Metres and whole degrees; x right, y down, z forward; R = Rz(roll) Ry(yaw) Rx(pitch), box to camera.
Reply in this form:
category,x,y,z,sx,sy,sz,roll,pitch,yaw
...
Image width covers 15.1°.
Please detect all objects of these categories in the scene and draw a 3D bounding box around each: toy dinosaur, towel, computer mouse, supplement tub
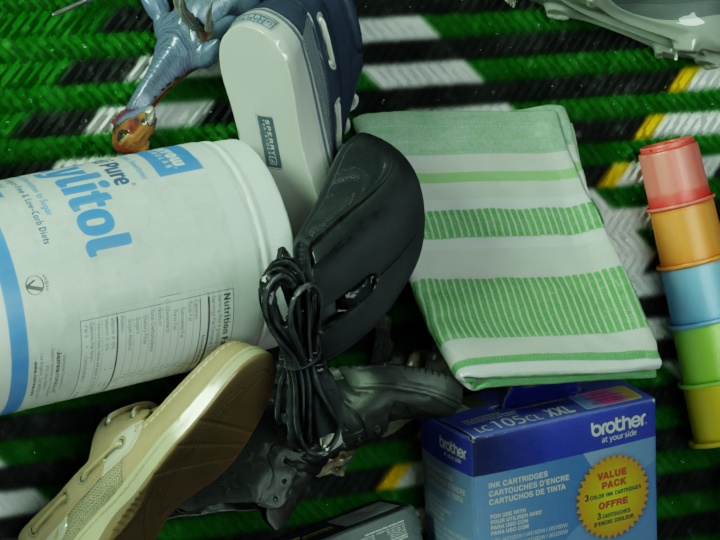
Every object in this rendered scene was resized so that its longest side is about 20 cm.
category,x,y,z,sx,sy,sz,roll,pitch,yaw
toy dinosaur,0.037,0.055,1.699,0.199,0.047,0.089,-27,116,-23
towel,0.092,-0.017,1.676,0.152,0.023,0.201,-3,57,-25
toy dinosaur,-0.082,-0.148,1.621,0.199,0.105,0.182,13,104,-35
computer mouse,0.000,0.000,1.576,0.200,0.052,0.139,-67,154,-45
supplement tub,-0.151,0.003,1.562,0.199,0.132,0.133,-14,96,-25

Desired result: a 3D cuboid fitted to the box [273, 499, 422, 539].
category,x,y,z,sx,sy,sz,roll,pitch,yaw
box,-0.040,0.246,1.661,0.199,0.051,0.159,-20,99,-24

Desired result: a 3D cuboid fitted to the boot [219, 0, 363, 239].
category,x,y,z,sx,sy,sz,roll,pitch,yaw
boot,-0.028,-0.079,1.639,0.090,0.072,0.201,-43,139,-44

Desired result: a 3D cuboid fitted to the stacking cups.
category,x,y,z,sx,sy,sz,roll,pitch,yaw
stacking cups,0.221,0.014,1.785,0.060,0.060,0.201,-15,92,-24

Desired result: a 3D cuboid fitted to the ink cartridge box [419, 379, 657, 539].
category,x,y,z,sx,sy,sz,roll,pitch,yaw
ink cartridge box,0.112,0.145,1.698,0.136,0.076,0.201,-11,106,-25

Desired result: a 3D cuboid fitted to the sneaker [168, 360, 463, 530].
category,x,y,z,sx,sy,sz,roll,pitch,yaw
sneaker,-0.041,0.108,1.622,0.199,0.060,0.105,3,78,5

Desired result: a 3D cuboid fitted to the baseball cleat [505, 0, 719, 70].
category,x,y,z,sx,sy,sz,roll,pitch,yaw
baseball cleat,0.167,-0.201,1.753,0.199,0.070,0.107,22,75,-33

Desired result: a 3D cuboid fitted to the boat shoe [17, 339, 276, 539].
category,x,y,z,sx,sy,sz,roll,pitch,yaw
boat shoe,-0.128,0.108,1.566,0.200,0.065,0.071,-49,154,15
